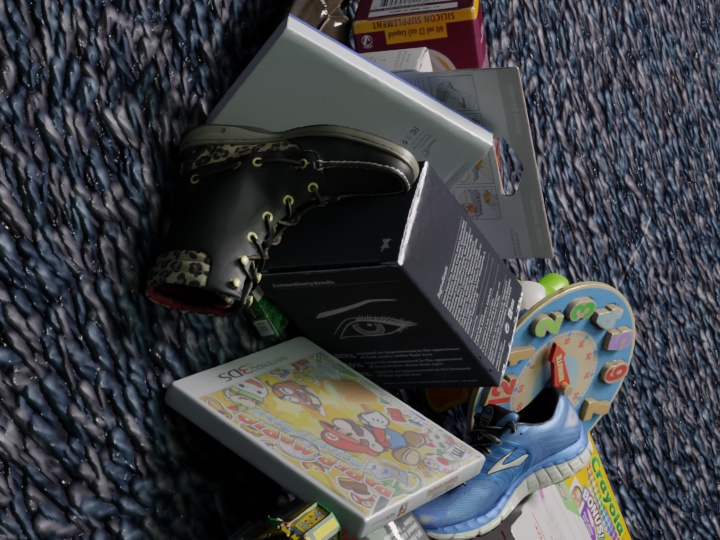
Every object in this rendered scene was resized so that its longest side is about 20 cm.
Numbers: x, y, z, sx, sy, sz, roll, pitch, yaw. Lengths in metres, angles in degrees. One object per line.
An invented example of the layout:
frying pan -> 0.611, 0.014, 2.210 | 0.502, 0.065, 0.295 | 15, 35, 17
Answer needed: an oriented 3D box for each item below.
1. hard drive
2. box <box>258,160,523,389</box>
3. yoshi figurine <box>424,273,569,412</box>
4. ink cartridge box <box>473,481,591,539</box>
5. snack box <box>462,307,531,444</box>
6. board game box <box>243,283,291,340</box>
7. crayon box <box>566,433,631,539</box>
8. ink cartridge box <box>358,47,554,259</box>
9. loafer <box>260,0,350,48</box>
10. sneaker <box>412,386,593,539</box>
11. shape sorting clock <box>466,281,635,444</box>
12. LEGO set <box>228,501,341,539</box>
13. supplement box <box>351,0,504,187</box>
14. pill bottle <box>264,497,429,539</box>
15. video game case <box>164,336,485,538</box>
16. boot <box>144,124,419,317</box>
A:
hard drive -> -0.010, -0.116, 1.523 | 0.200, 0.132, 0.025 | 28, 40, -19
box -> 0.026, 0.009, 1.547 | 0.200, 0.148, 0.104 | 51, 46, -45
yoshi figurine -> 0.121, 0.059, 1.770 | 0.200, 0.112, 0.112 | -28, 145, -41
ink cartridge box -> 0.152, 0.260, 1.651 | 0.117, 0.067, 0.200 | 66, 19, -1
snack box -> 0.138, 0.125, 1.710 | 0.072, 0.024, 0.200 | -3, 121, -54
board game box -> -0.060, -0.040, 1.588 | 0.105, 0.023, 0.200 | 62, 38, -25
crayon box -> 0.207, 0.253, 1.839 | 0.119, 0.058, 0.200 | -41, 113, -51
ink cartridge box -> 0.068, -0.096, 1.581 | 0.045, 0.176, 0.200 | -72, 154, -50
loafer -> -0.041, -0.205, 1.599 | 0.071, 0.073, 0.200 | 26, 53, -12
sneaker -> 0.108, 0.163, 1.591 | 0.200, 0.079, 0.089 | -31, 113, -28
shape sorting clock -> 0.176, 0.101, 1.668 | 0.200, 0.039, 0.200 | -20, 129, -27
LEGO set -> -0.059, 0.277, 1.373 | 0.116, 0.154, 0.200 | -35, 108, -34
supplement box -> 0.063, -0.148, 1.657 | 0.086, 0.110, 0.200 | -77, 159, -65
pill bottle -> 0.016, 0.261, 1.478 | 0.200, 0.116, 0.116 | 57, 36, 1
video game case -> -0.026, 0.126, 1.459 | 0.182, 0.200, 0.023 | -18, 135, -55
boot -> -0.064, -0.035, 1.438 | 0.073, 0.203, 0.154 | 64, 35, -55
